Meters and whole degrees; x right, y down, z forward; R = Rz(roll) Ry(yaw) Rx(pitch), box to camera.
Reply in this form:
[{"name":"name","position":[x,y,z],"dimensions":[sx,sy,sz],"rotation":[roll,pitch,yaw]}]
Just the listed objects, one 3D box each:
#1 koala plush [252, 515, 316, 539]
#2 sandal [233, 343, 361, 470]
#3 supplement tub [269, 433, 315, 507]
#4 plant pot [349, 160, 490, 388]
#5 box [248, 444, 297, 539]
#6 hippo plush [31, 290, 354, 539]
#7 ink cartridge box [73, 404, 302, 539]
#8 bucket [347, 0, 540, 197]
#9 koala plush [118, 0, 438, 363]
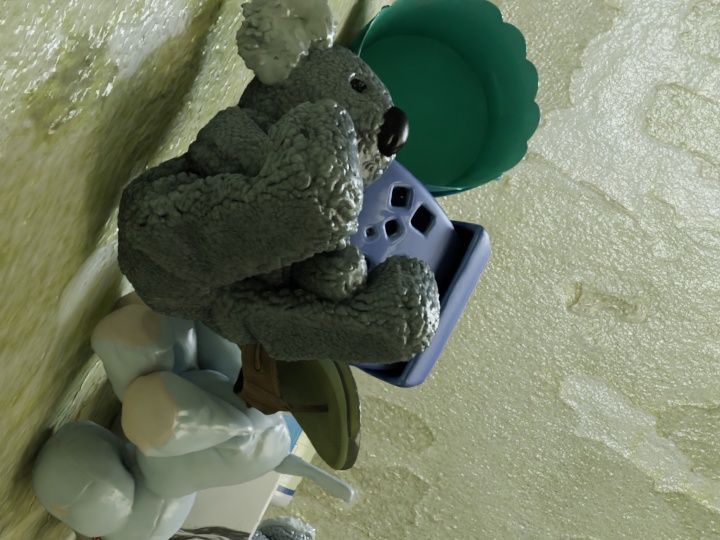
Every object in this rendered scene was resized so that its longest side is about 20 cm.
[{"name":"koala plush","position":[-0.162,0.317,1.364],"dimensions":[0.178,0.199,0.184],"rotation":[-61,-179,-24]},{"name":"sandal","position":[-0.065,0.061,0.822],"dimensions":[0.057,0.201,0.080],"rotation":[-21,140,-31]},{"name":"supplement tub","position":[-0.118,0.197,1.652],"dimensions":[0.201,0.145,0.145],"rotation":[-62,176,-6]},{"name":"plant pot","position":[0.000,0.000,1.213],"dimensions":[0.201,0.179,0.200],"rotation":[-63,-160,-4]},{"name":"box","position":[-0.143,0.176,1.134],"dimensions":[0.200,0.035,0.110],"rotation":[15,-104,55]},{"name":"hippo plush","position":[-0.143,0.115,0.883],"dimensions":[0.161,0.200,0.160],"rotation":[-42,-137,21]},{"name":"ink cartridge box","position":[-0.147,0.167,1.022],"dimensions":[0.145,0.084,0.201],"rotation":[38,-75,51]},{"name":"bucket","position":[0.071,-0.173,1.272],"dimensions":[0.208,0.207,0.135],"rotation":[-62,-170,-11]},{"name":"koala plush","position":[-0.042,-0.066,0.767],"dimensions":[0.178,0.183,0.201],"rotation":[58,38,-44]}]
